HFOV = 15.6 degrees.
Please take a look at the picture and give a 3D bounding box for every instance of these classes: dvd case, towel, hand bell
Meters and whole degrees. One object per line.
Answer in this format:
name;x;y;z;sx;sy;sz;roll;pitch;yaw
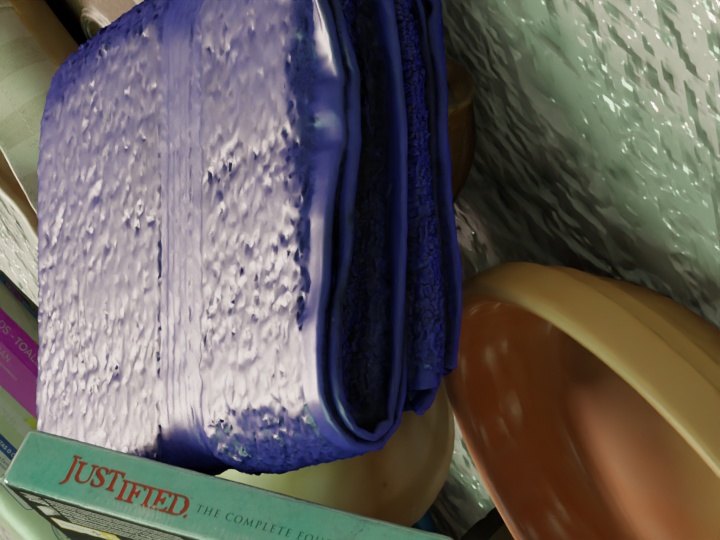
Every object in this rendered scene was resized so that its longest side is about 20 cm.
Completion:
dvd case;0.005;0.110;0.761;0.146;0.022;0.200;11;156;35
towel;-0.035;-0.012;0.739;0.200;0.049;0.148;-18;69;60
hand bell;0.000;0.000;0.779;0.104;0.104;0.200;51;153;16

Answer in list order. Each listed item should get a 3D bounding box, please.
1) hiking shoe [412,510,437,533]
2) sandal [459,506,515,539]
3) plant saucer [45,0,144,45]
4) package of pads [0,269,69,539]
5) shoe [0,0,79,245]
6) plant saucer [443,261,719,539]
hiking shoe;0.016;0.128;1.022;0.200;0.074;0.087;71;-172;-62
sandal;0.066;0.153;0.886;0.057;0.080;0.201;29;152;30
plant saucer;-0.068;-0.078;0.878;0.200;0.037;0.201;49;162;21
package of pads;-0.142;0.047;1.059;0.155;0.068;0.200;46;176;-7
shoe;-0.132;-0.072;0.908;0.200;0.053;0.070;47;162;27
plant saucer;0.095;0.078;0.708;0.200;0.037;0.200;50;165;19
